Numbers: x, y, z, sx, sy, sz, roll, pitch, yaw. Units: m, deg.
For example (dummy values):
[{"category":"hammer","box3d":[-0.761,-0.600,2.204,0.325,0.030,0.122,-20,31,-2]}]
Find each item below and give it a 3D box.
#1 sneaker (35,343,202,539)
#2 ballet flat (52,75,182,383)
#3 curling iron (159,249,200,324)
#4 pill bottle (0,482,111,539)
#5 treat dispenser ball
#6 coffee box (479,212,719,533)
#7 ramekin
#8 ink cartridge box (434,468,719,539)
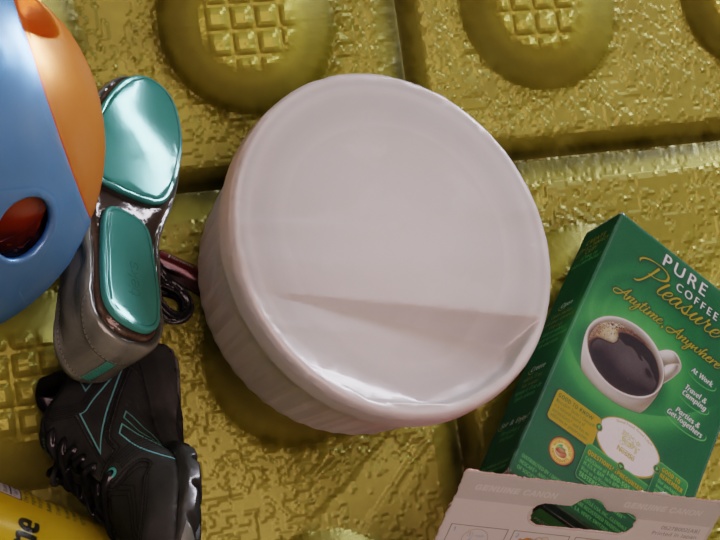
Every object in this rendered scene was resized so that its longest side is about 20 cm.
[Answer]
[{"category":"sneaker","box3d":[-0.126,0.107,0.974,0.079,0.200,0.076,-2,116,-13]},{"category":"ballet flat","box3d":[-0.140,-0.025,1.027,0.067,0.064,0.201,28,40,-29]},{"category":"curling iron","box3d":[-0.053,0.039,1.082,0.199,0.026,0.050,24,69,-16]},{"category":"pill bottle","box3d":[-0.197,0.166,0.965,0.199,0.112,0.113,24,75,-17]},{"category":"treat dispenser ball","box3d":[-0.227,-0.062,0.933,0.200,0.201,0.202,3,82,-21]},{"category":"coffee box","box3d":[0.158,0.078,1.127,0.123,0.044,0.201,35,58,-13]},{"category":"ramekin","box3d":[0.000,0.000,1.053,0.201,0.094,0.203,11,64,-24]},{"category":"ink cartridge box","box3d":[0.090,0.181,1.048,0.160,0.050,0.201,9,122,-20]}]
